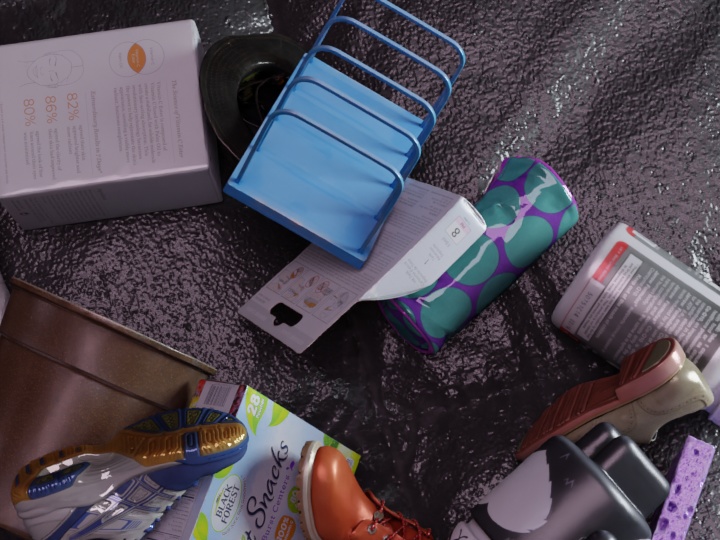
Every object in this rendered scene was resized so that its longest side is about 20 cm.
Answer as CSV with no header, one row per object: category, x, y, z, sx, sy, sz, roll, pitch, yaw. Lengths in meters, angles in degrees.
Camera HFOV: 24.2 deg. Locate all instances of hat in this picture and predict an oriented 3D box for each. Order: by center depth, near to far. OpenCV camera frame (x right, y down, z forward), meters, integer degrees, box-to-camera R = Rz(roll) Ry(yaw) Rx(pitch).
hat,-0.081,-0.125,1.586,0.200,0.081,0.201,22,47,-26

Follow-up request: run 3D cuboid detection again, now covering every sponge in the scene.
sponge,0.258,0.250,1.468,0.030,0.112,0.200,22,76,9

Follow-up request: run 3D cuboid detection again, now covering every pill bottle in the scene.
pill bottle,0.284,0.057,1.519,0.200,0.114,0.114,35,78,10

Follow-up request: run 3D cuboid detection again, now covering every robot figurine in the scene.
robot figurine,0.162,0.220,1.420,0.200,0.150,0.125,-42,68,-2

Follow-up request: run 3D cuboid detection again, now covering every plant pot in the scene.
plant pot,-0.256,0.136,1.479,0.200,0.200,0.199,23,84,7

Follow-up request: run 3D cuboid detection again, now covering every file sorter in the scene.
file sorter,-0.006,-0.133,1.488,0.139,0.123,0.200,30,46,-4

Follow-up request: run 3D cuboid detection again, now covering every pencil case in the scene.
pencil case,0.105,-0.016,1.559,0.200,0.085,0.092,-43,81,-9

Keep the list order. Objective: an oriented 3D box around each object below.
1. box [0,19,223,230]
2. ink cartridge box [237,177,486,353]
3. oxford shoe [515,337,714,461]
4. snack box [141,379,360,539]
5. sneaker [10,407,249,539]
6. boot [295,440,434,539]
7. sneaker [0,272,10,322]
box,-0.240,-0.136,1.589,0.200,0.106,0.153,-7,74,0
ink cartridge box,0.000,0.000,1.521,0.200,0.163,0.057,-48,116,-8
oxford shoe,0.221,0.135,1.485,0.074,0.200,0.071,46,41,-11
snack box,-0.101,0.219,1.451,0.068,0.169,0.200,2,64,41
sneaker,-0.181,0.177,1.379,0.200,0.075,0.088,-17,112,5
boot,0.014,0.222,1.442,0.107,0.200,0.075,-9,34,23
sneaker,-0.379,-0.016,1.564,0.075,0.100,0.200,-17,76,-5
